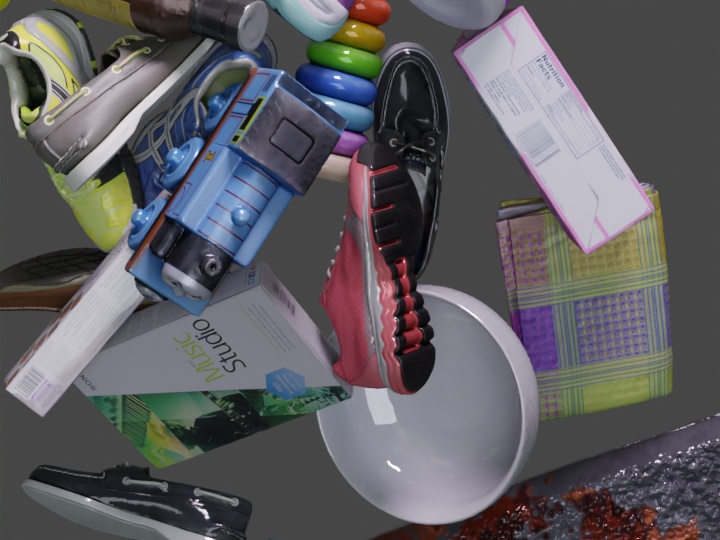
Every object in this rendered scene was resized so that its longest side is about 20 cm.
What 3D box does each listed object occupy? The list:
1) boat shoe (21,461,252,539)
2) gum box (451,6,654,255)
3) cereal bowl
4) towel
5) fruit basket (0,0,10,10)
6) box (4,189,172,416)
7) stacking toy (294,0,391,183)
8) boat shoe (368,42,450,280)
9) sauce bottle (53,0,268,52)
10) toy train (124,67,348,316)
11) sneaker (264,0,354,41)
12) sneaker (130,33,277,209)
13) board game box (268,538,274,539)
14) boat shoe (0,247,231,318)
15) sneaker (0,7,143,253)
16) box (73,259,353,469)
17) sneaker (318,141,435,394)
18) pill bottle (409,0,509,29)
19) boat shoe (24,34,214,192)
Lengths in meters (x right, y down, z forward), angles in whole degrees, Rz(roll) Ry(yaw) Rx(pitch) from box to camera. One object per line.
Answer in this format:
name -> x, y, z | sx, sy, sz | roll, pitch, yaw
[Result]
boat shoe -> -0.192, 0.200, 1.282 | 0.199, 0.076, 0.061 | 19, 66, 1
gum box -> 0.146, -0.118, 1.180 | 0.066, 0.114, 0.200 | -33, 97, 6
cereal bowl -> 0.065, 0.106, 1.242 | 0.199, 0.083, 0.201 | 7, 104, 30
towel -> 0.198, 0.026, 1.282 | 0.143, 0.023, 0.201 | -11, 106, -2
fruit basket -> -0.368, -0.227, 1.122 | 0.214, 0.156, 0.217 | 3, 104, 14
box -> -0.203, 0.026, 1.168 | 0.041, 0.039, 0.200 | 39, 90, -18
stacking toy -> -0.015, -0.176, 1.189 | 0.085, 0.085, 0.201 | 13, 98, -7
boat shoe -> 0.038, -0.084, 1.218 | 0.070, 0.066, 0.201 | 4, 105, -5
sauce bottle -> -0.162, -0.212, 1.127 | 0.199, 0.065, 0.065 | 24, 104, 23
toy train -> -0.098, -0.060, 1.099 | 0.087, 0.114, 0.201 | 36, 83, -25
sneaker -> -0.066, -0.282, 1.110 | 0.200, 0.078, 0.140 | 33, 99, -22
sneaker -> -0.136, -0.107, 1.195 | 0.075, 0.077, 0.201 | 28, 103, -12
board game box -> -0.148, 0.354, 1.342 | 0.199, 0.026, 0.201 | -12, 106, -1
boat shoe -> -0.203, 0.022, 1.227 | 0.199, 0.076, 0.074 | -5, 108, -2
sneaker -> -0.238, -0.104, 1.178 | 0.075, 0.076, 0.201 | -15, 101, 35
box -> -0.126, 0.082, 1.215 | 0.199, 0.036, 0.145 | -22, 127, 22
sneaker -> 0.000, 0.000, 1.171 | 0.086, 0.074, 0.201 | -4, 92, 32
pill bottle -> 0.108, -0.289, 1.126 | 0.104, 0.104, 0.200 | 38, 74, -12
boat shoe -> -0.178, -0.147, 1.141 | 0.060, 0.072, 0.202 | 42, 56, -9
